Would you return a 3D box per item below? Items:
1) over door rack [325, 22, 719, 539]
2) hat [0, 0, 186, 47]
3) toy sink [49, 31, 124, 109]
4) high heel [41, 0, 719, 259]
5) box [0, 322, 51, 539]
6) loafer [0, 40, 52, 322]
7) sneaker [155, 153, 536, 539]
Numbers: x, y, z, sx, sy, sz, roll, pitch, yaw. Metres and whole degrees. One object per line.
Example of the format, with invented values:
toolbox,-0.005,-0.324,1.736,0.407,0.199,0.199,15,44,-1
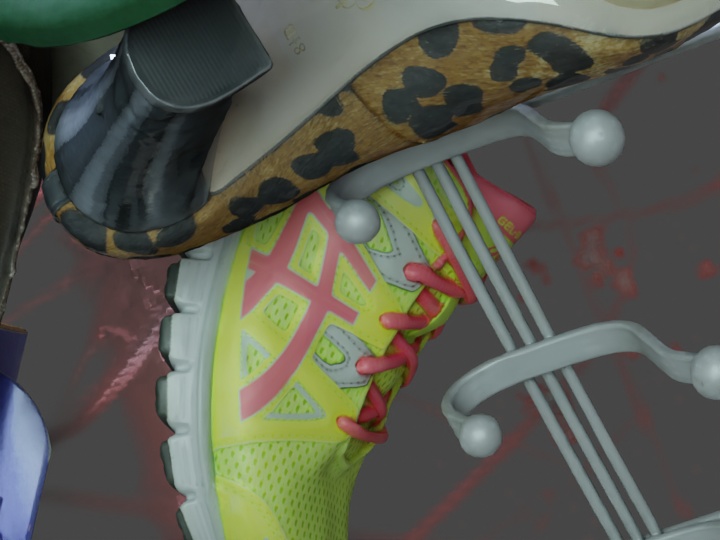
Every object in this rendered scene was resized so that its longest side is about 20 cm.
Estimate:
over door rack,0.110,0.002,0.735,0.199,0.067,0.148,-25,112,12
hat,0.009,-0.130,0.687,0.200,0.176,0.166,-29,67,36
toy sink,-0.109,-0.149,0.783,0.200,0.131,0.112,34,52,8
high heel,0.017,-0.061,0.731,0.199,0.143,0.072,-20,82,-19
box,-0.182,0.058,0.853,0.199,0.041,0.120,12,88,13
loafer,-0.119,0.015,0.750,0.073,0.071,0.201,8,117,-16
sneaker,0.000,0.000,0.791,0.090,0.078,0.201,4,85,12
